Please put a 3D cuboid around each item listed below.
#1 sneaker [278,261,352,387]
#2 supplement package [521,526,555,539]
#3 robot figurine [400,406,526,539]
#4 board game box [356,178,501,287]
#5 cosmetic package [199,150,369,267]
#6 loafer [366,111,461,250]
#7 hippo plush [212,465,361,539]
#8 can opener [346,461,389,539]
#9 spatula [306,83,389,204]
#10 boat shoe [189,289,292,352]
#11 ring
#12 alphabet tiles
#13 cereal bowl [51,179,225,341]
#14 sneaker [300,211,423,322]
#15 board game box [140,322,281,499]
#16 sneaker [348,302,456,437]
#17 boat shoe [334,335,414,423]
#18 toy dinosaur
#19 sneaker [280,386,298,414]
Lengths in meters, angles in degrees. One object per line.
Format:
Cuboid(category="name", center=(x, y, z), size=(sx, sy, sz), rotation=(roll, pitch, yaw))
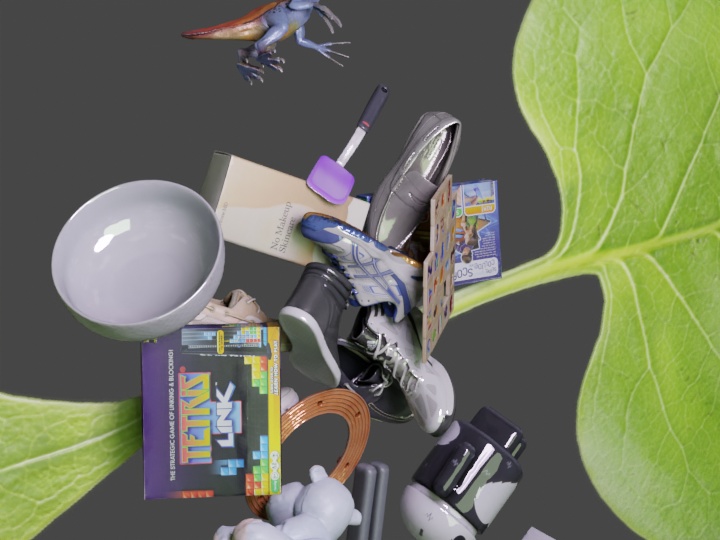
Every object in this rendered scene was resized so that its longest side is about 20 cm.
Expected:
Cuboid(category="sneaker", center=(-0.042, 0.065, 1.542), size=(0.100, 0.070, 0.201), rotation=(-61, 159, -25))
Cuboid(category="supplement package", center=(0.296, 0.485, 1.833), size=(0.114, 0.109, 0.200), rotation=(-48, 114, -13))
Cuboid(category="robot figurine", center=(0.142, 0.286, 1.719), size=(0.150, 0.124, 0.201), rotation=(44, 77, -25))
Cuboid(category="board game box", center=(0.094, -0.043, 1.698), size=(0.198, 0.034, 0.137), rotation=(-8, 100, -25))
Cuboid(category="cosmetic package", center=(-0.098, -0.068, 1.579), size=(0.198, 0.071, 0.107), rotation=(16, 91, -28))
Cuboid(category="loafer", center=(0.068, -0.109, 1.617), size=(0.069, 0.070, 0.202), rotation=(25, 87, -28))
Cuboid(category="hippo plush", center=(-0.079, 0.309, 1.537), size=(0.160, 0.198, 0.162), rotation=(49, 42, -27))
Cuboid(category="can opener", center=(0.014, 0.357, 1.702), size=(0.052, 0.066, 0.203), rotation=(3, 92, -49))
Cuboid(category="spatula", center=(-0.007, -0.163, 1.605), size=(0.056, 0.021, 0.201), rotation=(35, 61, -11))
Cuboid(category="boat shoe", center=(-0.152, 0.058, 1.573), size=(0.198, 0.072, 0.066), rotation=(10, 94, -22))
Cuboid(category="ring", center=(-0.069, 0.233, 1.628), size=(0.199, 0.019, 0.202), rotation=(-26, 134, -30))
Cuboid(category="alphabet tiles", center=(0.100, -0.010, 1.601), size=(0.007, 0.167, 0.203), rotation=(6, 113, 15))
Cuboid(category="cereal bowl", center=(-0.249, -0.001, 1.469), size=(0.199, 0.200, 0.084), rotation=(-37, 150, -17))
Cuboid(category="sneaker", center=(0.000, 0.000, 1.558), size=(0.199, 0.075, 0.089), rotation=(29, 95, -29))
Cuboid(category="board game box", center=(-0.176, 0.164, 1.505), size=(0.163, 0.057, 0.203), rotation=(-2, 93, -10))
Cuboid(category="sneaker", center=(0.042, 0.122, 1.618), size=(0.114, 0.202, 0.076), rotation=(13, 131, -35))
Cuboid(category="boat shoe", center=(0.007, 0.145, 1.667), size=(0.199, 0.063, 0.073), rotation=(39, 80, -26))
Cuboid(category="toy dinosaur", center=(-0.085, -0.318, 1.546), size=(0.199, 0.105, 0.183), rotation=(30, 63, -15))
Cuboid(category="sneaker", center=(-0.170, 0.168, 1.581), size=(0.198, 0.075, 0.082), rotation=(-13, 94, -25))
